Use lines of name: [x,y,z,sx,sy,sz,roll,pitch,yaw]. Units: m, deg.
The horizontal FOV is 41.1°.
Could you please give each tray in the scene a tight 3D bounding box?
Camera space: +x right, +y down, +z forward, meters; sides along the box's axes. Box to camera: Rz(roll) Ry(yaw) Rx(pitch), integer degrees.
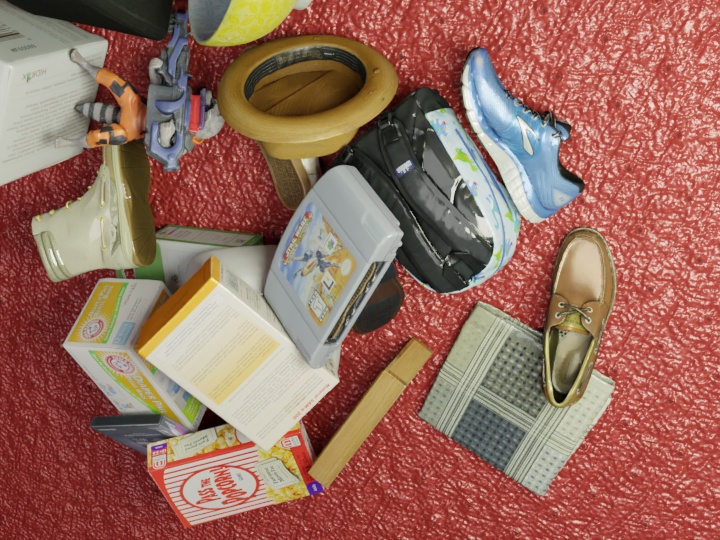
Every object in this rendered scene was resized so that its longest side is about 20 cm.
tray: [0.011,0.179,1.208,0.037,0.099,0.200,39,121,6]

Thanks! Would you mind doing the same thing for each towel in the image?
towel: [0.188,0.155,1.166,0.192,0.035,0.200,32,123,12]

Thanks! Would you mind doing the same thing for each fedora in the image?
fedora: [-0.057,-0.179,1.048,0.200,0.201,0.082,16,139,17]

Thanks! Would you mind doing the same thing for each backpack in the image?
backpack: [0.086,-0.073,1.057,0.163,0.154,0.200,-41,70,29]

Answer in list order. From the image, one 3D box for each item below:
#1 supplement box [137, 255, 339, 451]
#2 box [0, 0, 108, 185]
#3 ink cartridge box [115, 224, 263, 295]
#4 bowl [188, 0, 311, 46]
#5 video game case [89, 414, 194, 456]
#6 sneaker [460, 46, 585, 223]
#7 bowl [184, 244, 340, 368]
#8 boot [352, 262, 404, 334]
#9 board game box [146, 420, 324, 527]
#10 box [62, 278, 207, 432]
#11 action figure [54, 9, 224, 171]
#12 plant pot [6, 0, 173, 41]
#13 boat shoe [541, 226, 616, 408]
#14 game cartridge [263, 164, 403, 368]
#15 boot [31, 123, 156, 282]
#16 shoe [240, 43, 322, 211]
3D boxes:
supplement box: [-0.139,0.097,1.110,0.126,0.074,0.200,-44,111,9]
box: [-0.459,-0.234,1.182,0.199,0.200,0.171,28,118,10]
ink cartridge box: [-0.223,0.001,1.259,0.200,0.059,0.104,6,114,22]
bowl: [-0.104,-0.331,1.026,0.108,0.200,0.200,6,123,-27]
video game case: [-0.251,0.245,1.319,0.143,0.019,0.200,-9,145,37]
sneaker: [0.174,-0.153,1.019,0.089,0.079,0.200,-26,107,23]
bowl: [-0.118,0.074,1.185,0.199,0.075,0.200,-2,113,-7]
boot: [0.000,0.000,1.140,0.200,0.075,0.097,89,155,-62]
board game box: [-0.161,0.261,1.267,0.200,0.046,0.152,-15,137,1]
box: [-0.279,0.114,1.255,0.101,0.113,0.200,1,140,23]
action figure: [-0.254,-0.212,1.162,0.193,0.105,0.200,11,78,-4]
plant pot: [-0.322,-0.380,1.045,0.199,0.177,0.200,16,98,17]
boat shoe: [0.240,0.054,1.055,0.072,0.068,0.200,6,100,17]
game cartridge: [-0.037,-0.008,1.046,0.133,0.042,0.200,50,126,30]
boot: [-0.347,-0.092,1.231,0.154,0.072,0.200,-10,83,20]
shoe: [-0.092,-0.171,1.139,0.070,0.053,0.200,-5,107,48]
